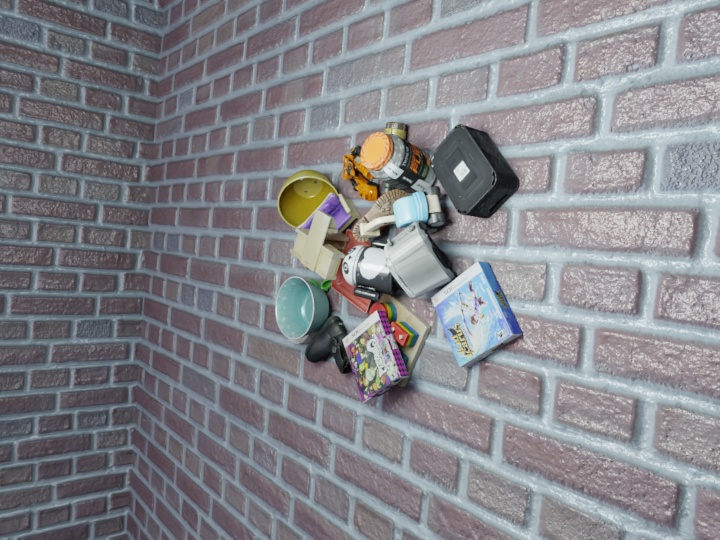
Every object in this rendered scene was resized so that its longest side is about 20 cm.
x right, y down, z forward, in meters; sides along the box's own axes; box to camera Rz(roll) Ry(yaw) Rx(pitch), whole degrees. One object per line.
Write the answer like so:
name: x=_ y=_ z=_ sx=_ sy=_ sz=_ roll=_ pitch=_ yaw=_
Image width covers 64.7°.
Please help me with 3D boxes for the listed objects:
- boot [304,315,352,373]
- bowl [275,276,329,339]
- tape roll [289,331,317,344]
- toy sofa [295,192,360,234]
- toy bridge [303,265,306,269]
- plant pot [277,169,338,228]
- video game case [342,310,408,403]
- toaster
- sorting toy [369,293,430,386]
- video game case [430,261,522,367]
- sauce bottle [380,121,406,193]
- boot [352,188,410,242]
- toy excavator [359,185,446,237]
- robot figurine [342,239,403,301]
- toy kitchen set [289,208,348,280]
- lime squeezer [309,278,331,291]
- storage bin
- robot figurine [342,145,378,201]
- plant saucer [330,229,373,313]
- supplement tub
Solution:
boot: x=-0.089 y=0.266 z=1.796 sx=0.200 sy=0.076 sz=0.168 roll=-55 pitch=45 yaw=24
bowl: x=-0.176 y=0.123 z=1.837 sx=0.201 sy=0.105 sz=0.201 roll=-7 pitch=80 yaw=45
tape roll: x=-0.208 y=0.155 z=1.979 sx=0.203 sy=0.037 sz=0.203 roll=-3 pitch=86 yaw=50
toy sofa: x=-0.106 y=-0.146 z=1.797 sx=0.200 sy=0.097 sz=0.083 roll=-43 pitch=55 yaw=23
toy bridge: x=-0.133 y=-0.061 z=1.910 sx=0.200 sy=0.027 sz=0.067 roll=-44 pitch=57 yaw=38
plant pot: x=-0.172 y=-0.253 z=1.866 sx=0.200 sy=0.200 sz=0.142 roll=-58 pitch=25 yaw=30
video game case: x=0.037 y=0.239 z=1.571 sx=0.181 sy=0.036 sz=0.200 roll=-44 pitch=56 yaw=41
toaster: x=0.149 y=-0.019 z=1.442 sx=0.129 sy=0.200 sz=0.114 roll=-31 pitch=28 yaw=16
sorting toy: x=0.078 y=0.192 z=1.607 sx=0.199 sy=0.069 sz=0.200 roll=40 pitch=118 yaw=44
video game case: x=0.277 y=0.109 z=1.393 sx=0.181 sy=0.045 sz=0.200 roll=-44 pitch=56 yaw=40
sauce bottle: x=0.090 y=-0.321 z=1.631 sx=0.065 sy=0.065 sz=0.201 roll=16 pitch=99 yaw=49
boot: x=0.065 y=-0.163 z=1.642 sx=0.200 sy=0.107 sz=0.075 roll=-39 pitch=88 yaw=12
toy excavator: x=0.106 y=-0.143 z=1.513 sx=0.194 sy=0.199 sz=0.100 roll=120 pitch=144 yaw=-74
robot figurine: x=0.047 y=-0.002 z=1.580 sx=0.199 sy=0.150 sz=0.125 roll=12 pitch=118 yaw=20
toy kitchen set: x=-0.069 y=-0.086 z=1.662 sx=0.200 sy=0.180 sz=0.164 roll=35 pitch=114 yaw=45
lime squeezer: x=-0.119 y=0.034 z=1.876 sx=0.200 sy=0.038 sz=0.071 roll=-32 pitch=47 yaw=57
storage bin: x=0.273 y=-0.240 z=1.384 sx=0.135 sy=0.094 sz=0.200 roll=-49 pitch=52 yaw=36
robot figurine: x=-0.002 y=-0.292 z=1.716 sx=0.200 sy=0.058 sz=0.145 roll=-132 pitch=39 yaw=-51
plant saucer: x=0.000 y=0.000 z=1.740 sx=0.200 sy=0.037 sz=0.200 roll=35 pitch=114 yaw=47
supplement tub: x=0.100 y=-0.282 z=1.498 sx=0.122 sy=0.200 sz=0.123 roll=-13 pitch=70 yaw=40
